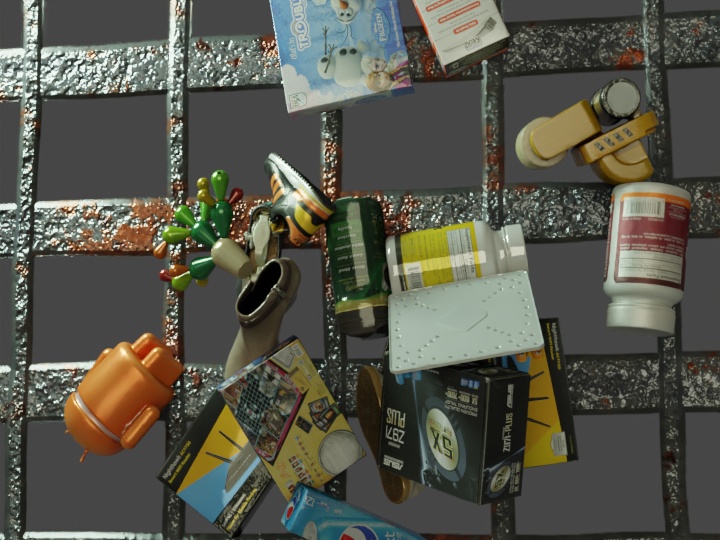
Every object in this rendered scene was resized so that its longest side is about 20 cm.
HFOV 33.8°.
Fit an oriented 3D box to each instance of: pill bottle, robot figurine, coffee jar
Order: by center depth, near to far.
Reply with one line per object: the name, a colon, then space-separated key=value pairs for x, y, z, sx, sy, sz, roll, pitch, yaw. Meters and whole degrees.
pill bottle: x=0.403 y=-0.014 z=1.675 sx=0.112 sy=0.114 sz=0.204 roll=6 pitch=83 yaw=8
pill bottle: x=0.140 y=-0.010 z=1.711 sx=0.196 sy=0.111 sz=0.113 roll=-9 pitch=80 yaw=6
coffee jar: x=0.000 y=0.000 z=1.731 sx=0.084 sy=0.104 sz=0.204 roll=-10 pitch=80 yaw=14
robot figurine: x=-0.354 y=0.188 z=1.746 sx=0.144 sy=0.117 sz=0.200 roll=44 pitch=88 yaw=5

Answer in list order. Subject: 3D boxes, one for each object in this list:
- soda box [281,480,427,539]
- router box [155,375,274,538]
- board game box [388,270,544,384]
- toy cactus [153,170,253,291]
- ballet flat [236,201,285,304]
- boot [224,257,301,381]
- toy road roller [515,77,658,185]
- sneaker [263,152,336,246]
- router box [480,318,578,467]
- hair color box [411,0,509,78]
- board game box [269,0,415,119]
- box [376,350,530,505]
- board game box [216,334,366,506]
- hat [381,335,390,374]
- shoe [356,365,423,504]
soda box: x=-0.008 y=0.366 z=1.662 sx=0.198 sy=0.068 sz=0.065 roll=25 pitch=84 yaw=-13
router box: x=-0.183 y=0.265 z=1.741 sx=0.148 sy=0.051 sz=0.201 roll=34 pitch=87 yaw=12
board game box: x=0.136 y=0.073 z=1.577 sx=0.196 sy=0.201 sz=0.026 roll=-11 pitch=118 yaw=6
toy cactus: x=-0.218 y=-0.040 z=1.761 sx=0.164 sy=0.102 sz=0.202 roll=38 pitch=102 yaw=31
ballet flat: x=-0.151 y=-0.006 z=1.770 sx=0.072 sy=0.073 sz=0.204 roll=7 pitch=83 yaw=8
boot: x=-0.148 y=0.073 z=1.673 sx=0.069 sy=0.146 sz=0.202 roll=26 pitch=82 yaw=13
toy road roller: x=0.335 y=-0.176 z=1.708 sx=0.198 sy=0.123 sz=0.148 roll=-26 pitch=90 yaw=2
sneaker: x=-0.111 y=-0.103 z=1.734 sx=0.090 sy=0.070 sz=0.200 roll=-51 pitch=35 yaw=3
router box: x=0.222 y=0.172 z=1.661 sx=0.147 sy=0.051 sz=0.204 roll=-2 pitch=81 yaw=-30
hair color box: x=0.137 y=-0.410 z=1.796 sx=0.109 sy=0.064 sz=0.203 roll=-23 pitch=78 yaw=2
board game box: x=-0.030 y=-0.352 z=1.819 sx=0.195 sy=0.043 sz=0.204 roll=-12 pitch=80 yaw=7
box: x=0.121 y=0.202 z=1.582 sx=0.198 sy=0.085 sz=0.167 roll=12 pitch=100 yaw=48
board game box: x=-0.097 y=0.213 z=1.683 sx=0.134 sy=0.035 sz=0.202 roll=-32 pitch=103 yaw=-11
hat: x=0.120 y=0.126 z=1.708 sx=0.197 sy=0.081 sz=0.205 roll=-1 pitch=81 yaw=8
shoe: x=0.043 y=0.236 z=1.720 sx=0.053 sy=0.070 sz=0.203 roll=-6 pitch=74 yaw=-35
